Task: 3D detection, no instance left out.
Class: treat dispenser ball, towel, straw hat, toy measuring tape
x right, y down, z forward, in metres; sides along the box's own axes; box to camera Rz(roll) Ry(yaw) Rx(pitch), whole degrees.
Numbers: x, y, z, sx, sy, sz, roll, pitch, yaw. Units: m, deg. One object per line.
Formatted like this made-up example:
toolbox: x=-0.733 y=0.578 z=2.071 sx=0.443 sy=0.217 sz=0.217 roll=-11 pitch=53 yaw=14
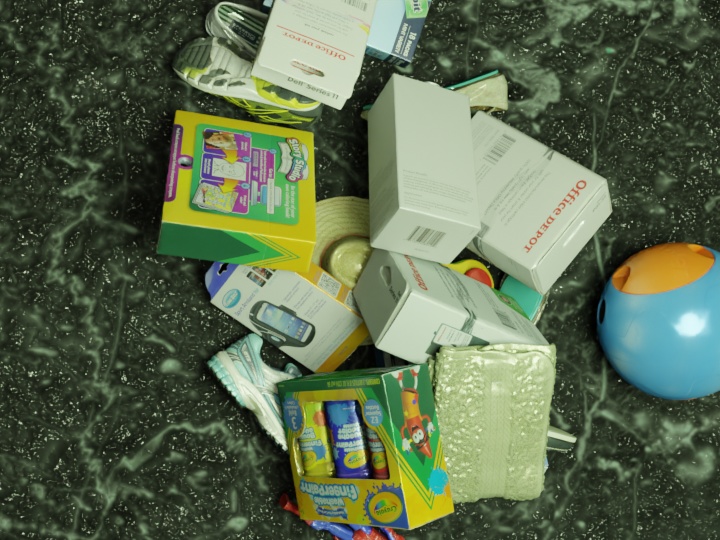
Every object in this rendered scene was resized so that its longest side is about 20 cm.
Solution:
treat dispenser ball: x=0.402 y=0.064 z=1.299 sx=0.201 sy=0.201 sz=0.201 roll=0 pitch=90 yaw=-12
towel: x=0.143 y=0.173 z=1.144 sx=0.148 sy=0.036 sz=0.200 roll=-2 pitch=111 yaw=-9
straw hat: x=0.000 y=0.000 z=1.273 sx=0.201 sy=0.085 sz=0.201 roll=0 pitch=89 yaw=-12
toy measuring tape: x=0.115 y=-0.011 z=1.304 sx=0.074 sy=0.074 sz=0.200 roll=-32 pitch=96 yaw=-10

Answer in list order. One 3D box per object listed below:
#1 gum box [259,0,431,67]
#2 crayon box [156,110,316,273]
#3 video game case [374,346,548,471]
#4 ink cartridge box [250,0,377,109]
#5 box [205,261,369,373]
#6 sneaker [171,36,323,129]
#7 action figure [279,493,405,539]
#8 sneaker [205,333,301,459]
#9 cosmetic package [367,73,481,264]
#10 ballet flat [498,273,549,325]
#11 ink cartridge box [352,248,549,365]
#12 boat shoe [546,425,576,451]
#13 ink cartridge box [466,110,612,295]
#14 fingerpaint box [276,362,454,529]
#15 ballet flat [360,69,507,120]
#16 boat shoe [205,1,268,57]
gum box: x=-0.005 y=-0.373 z=1.295 sx=0.200 sy=0.045 sz=0.170 roll=18 pitch=87 yaw=-10
crayon box: x=-0.141 y=-0.094 z=1.199 sx=0.172 sy=0.058 sz=0.200 roll=9 pitch=45 yaw=-12
video game case: x=0.119 y=0.165 z=1.261 sx=0.181 sy=0.045 sz=0.200 roll=2 pitch=50 yaw=-11
ink cartridge box: x=-0.054 y=-0.265 z=1.181 sx=0.117 sy=0.067 sz=0.200 roll=20 pitch=53 yaw=-10
box: x=-0.088 y=0.037 z=1.244 sx=0.200 sy=0.041 sz=0.119 roll=36 pitch=127 yaw=-8
sneaker: x=-0.137 y=-0.218 z=1.245 sx=0.200 sy=0.085 sz=0.075 roll=20 pitch=64 yaw=13
action figure: x=-0.007 y=0.325 z=1.288 sx=0.200 sy=0.052 sz=0.065 roll=39 pitch=93 yaw=-15
sneaker: x=-0.095 y=0.162 z=1.259 sx=0.086 sy=0.078 sz=0.200 roll=-43 pitch=98 yaw=-12
cosmetic package: x=0.071 y=-0.120 z=1.193 sx=0.108 sy=0.085 sz=0.200 roll=14 pitch=53 yaw=-19
ballet flat: x=0.222 y=0.000 z=1.329 sx=0.068 sy=0.075 sz=0.200 roll=8 pitch=86 yaw=29
ink cartridge box: x=0.103 y=0.058 z=1.190 sx=0.200 sy=0.147 sz=0.083 roll=24 pitch=108 yaw=-21
boat shoe: x=0.176 y=0.220 z=1.316 sx=0.199 sy=0.075 sz=0.066 roll=11 pitch=90 yaw=-11
ink cartridge box: x=0.185 y=-0.084 z=1.260 sx=0.200 sy=0.083 sz=0.147 roll=36 pitch=80 yaw=31
fingerpaint box: x=-0.001 y=0.197 z=1.158 sx=0.073 sy=0.200 sz=0.167 roll=-10 pitch=89 yaw=-40
ballet flat: x=0.101 y=-0.204 z=1.308 sx=0.200 sy=0.067 sz=0.062 roll=-17 pitch=103 yaw=-11
boat shoe: x=-0.097 y=-0.269 z=1.263 sx=0.200 sy=0.067 sz=0.074 roll=20 pitch=86 yaw=-11
